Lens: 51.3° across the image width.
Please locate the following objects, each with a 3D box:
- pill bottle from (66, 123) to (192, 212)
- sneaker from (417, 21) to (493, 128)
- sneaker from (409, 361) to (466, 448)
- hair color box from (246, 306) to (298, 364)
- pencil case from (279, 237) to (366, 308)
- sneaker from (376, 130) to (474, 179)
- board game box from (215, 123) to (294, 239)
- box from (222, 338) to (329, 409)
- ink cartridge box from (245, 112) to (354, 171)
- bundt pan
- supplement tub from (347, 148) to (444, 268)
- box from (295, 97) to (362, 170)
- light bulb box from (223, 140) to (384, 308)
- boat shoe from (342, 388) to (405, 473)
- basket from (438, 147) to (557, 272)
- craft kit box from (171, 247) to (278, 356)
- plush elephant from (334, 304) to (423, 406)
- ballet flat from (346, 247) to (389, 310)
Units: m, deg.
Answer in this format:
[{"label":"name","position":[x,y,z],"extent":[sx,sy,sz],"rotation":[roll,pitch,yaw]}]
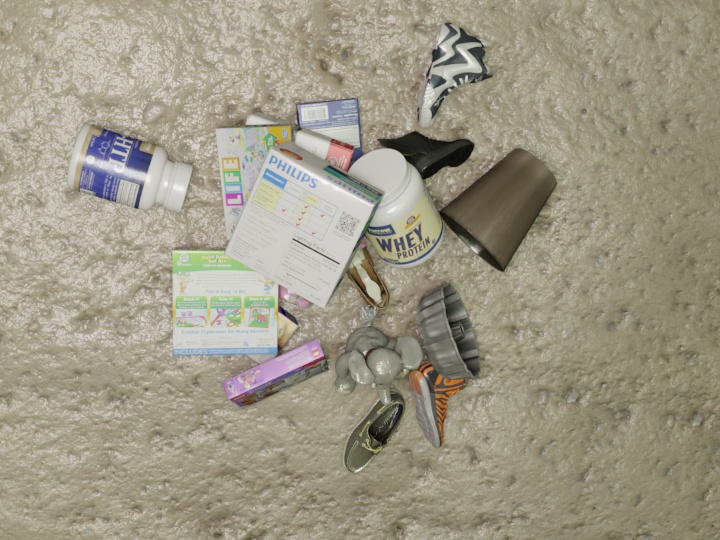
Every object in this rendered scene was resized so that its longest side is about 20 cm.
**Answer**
[{"label":"pill bottle","position":[-0.408,-0.175,1.342],"extent":[0.198,0.120,0.121],"rotation":[16,99,-15]},{"label":"sneaker","position":[0.189,-0.363,1.447],"extent":[0.128,0.079,0.202],"rotation":[14,89,-6]},{"label":"sneaker","position":[0.176,0.278,1.592],"extent":[0.111,0.077,0.202],"rotation":[-23,120,-21]},{"label":"hair color box","position":[-0.232,0.087,1.468],"extent":[0.199,0.065,0.110],"rotation":[37,92,-19]},{"label":"pencil case","position":[-0.076,-0.014,1.441],"extent":[0.087,0.088,0.200],"rotation":[37,110,-17]},{"label":"sneaker","position":[0.128,-0.238,1.466],"extent":[0.199,0.104,0.060],"rotation":[-28,151,-37]},{"label":"board game box","position":[-0.180,-0.157,1.340],"extent":[0.133,0.034,0.202],"rotation":[-1,110,5]},{"label":"box","position":[-0.162,0.206,1.473],"extent":[0.198,0.137,0.039],"rotation":[-24,73,-7]},{"label":"ink cartridge box","position":[-0.127,-0.191,1.391],"extent":[0.198,0.084,0.146],"rotation":[19,105,-4]},{"label":"bundt pan","position":[0.171,0.130,1.504],"extent":[0.075,0.202,0.203],"rotation":[-20,108,18]},{"label":"supplement tub","position":[0.064,-0.115,1.407],"extent":[0.144,0.145,0.200],"rotation":[-37,137,-2]},{"label":"box","position":[-0.056,-0.225,1.451],"extent":[0.120,0.032,0.203],"rotation":[-7,104,-10]},{"label":"light bulb box","position":[-0.092,-0.081,1.267],"extent":[0.197,0.125,0.201],"rotation":[28,109,1]},{"label":"boat shoe","position":[0.028,0.344,1.582],"extent":[0.072,0.060,0.203],"rotation":[31,95,-16]},{"label":"basket","position":[0.286,-0.131,1.497],"extent":[0.180,0.136,0.200],"rotation":[43,88,-12]},{"label":"craft kit box","position":[-0.252,0.057,1.404],"extent":[0.197,0.049,0.200],"rotation":[1,104,-12]},{"label":"plush elephant","position":[0.036,0.187,1.477],"extent":[0.163,0.155,0.202],"rotation":[-11,123,-11]},{"label":"ballet flat","position":[0.000,0.000,1.493],"extent":[0.067,0.072,0.201],"rotation":[-31,107,-3]}]
